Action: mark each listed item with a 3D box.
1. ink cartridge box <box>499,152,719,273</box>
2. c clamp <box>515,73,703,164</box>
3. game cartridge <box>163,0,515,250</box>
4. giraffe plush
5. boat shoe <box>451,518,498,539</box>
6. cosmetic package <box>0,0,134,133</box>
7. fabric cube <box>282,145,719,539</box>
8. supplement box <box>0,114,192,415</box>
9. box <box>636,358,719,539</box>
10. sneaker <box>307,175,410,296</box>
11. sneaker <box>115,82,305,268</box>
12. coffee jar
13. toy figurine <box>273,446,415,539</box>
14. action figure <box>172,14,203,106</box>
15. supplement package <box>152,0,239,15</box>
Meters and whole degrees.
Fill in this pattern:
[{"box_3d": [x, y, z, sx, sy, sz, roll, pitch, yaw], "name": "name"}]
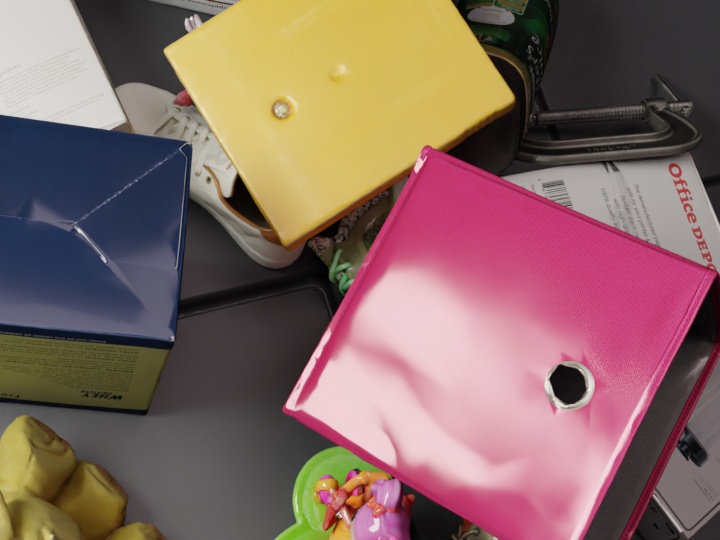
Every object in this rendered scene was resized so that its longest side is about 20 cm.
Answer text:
[{"box_3d": [0.194, -0.010, 0.942, 0.199, 0.084, 0.147, -10, 73, -18], "name": "ink cartridge box"}, {"box_3d": [0.206, -0.126, 0.987, 0.199, 0.027, 0.171, -7, 29, -10], "name": "c clamp"}, {"box_3d": [-0.016, -0.140, 0.831, 0.199, 0.032, 0.177, -32, 82, -3], "name": "game cartridge"}, {"box_3d": [-0.228, 0.214, 0.716, 0.162, 0.200, 0.173, -43, 89, 4], "name": "giraffe plush"}, {"box_3d": [0.101, 0.220, 0.842, 0.062, 0.071, 0.201, -13, 78, -17], "name": "boat shoe"}, {"box_3d": [-0.236, -0.151, 0.843, 0.085, 0.108, 0.201, -24, 72, -7], "name": "cosmetic package"}, {"box_3d": [0.105, 0.068, 0.745, 0.199, 0.200, 0.197, 27, 84, 24], "name": "fabric cube"}, {"box_3d": [-0.225, 0.002, 0.757, 0.199, 0.200, 0.135, 7, 69, -13], "name": "supplement box"}, {"box_3d": [0.282, 0.121, 0.932, 0.200, 0.060, 0.117, -34, 82, -24], "name": "box"}, {"box_3d": [0.000, 0.000, 0.896, 0.088, 0.077, 0.201, 5, 61, -9], "name": "sneaker"}, {"box_3d": [-0.116, -0.090, 0.887, 0.200, 0.085, 0.073, 38, 67, 2], "name": "sneaker"}, {"box_3d": [0.107, -0.168, 0.933, 0.085, 0.105, 0.200, 11, 45, 13], "name": "coffee jar"}, {"box_3d": [0.010, 0.199, 0.759, 0.149, 0.184, 0.201, 8, 68, -12], "name": "toy figurine"}, {"box_3d": [-0.061, -0.156, 0.929, 0.199, 0.134, 0.150, -23, 104, -25], "name": "action figure"}, {"box_3d": [-0.143, -0.348, 0.911, 0.146, 0.200, 0.192, 11, 67, -11], "name": "supplement package"}]
